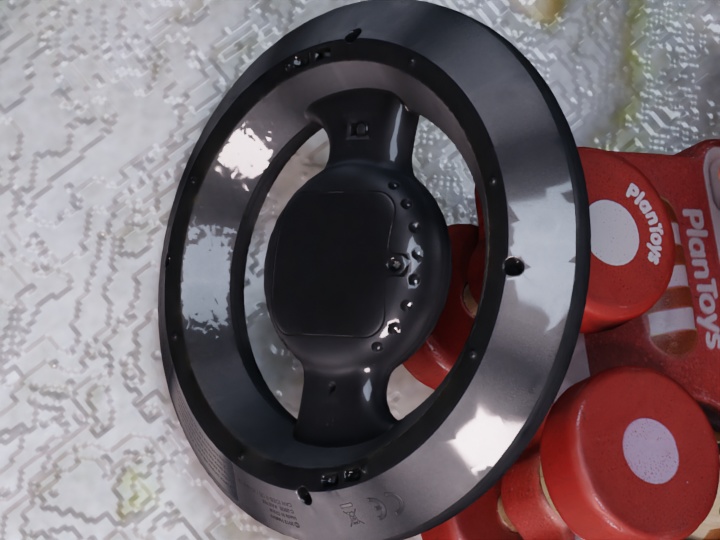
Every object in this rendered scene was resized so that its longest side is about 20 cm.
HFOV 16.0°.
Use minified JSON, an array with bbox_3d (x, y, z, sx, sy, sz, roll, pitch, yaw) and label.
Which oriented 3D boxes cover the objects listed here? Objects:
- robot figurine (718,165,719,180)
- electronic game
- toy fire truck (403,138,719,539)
[{"bbox_3d":[0.218,-0.060,0.989,0.143,0.117,0.200,14,26,32],"label":"robot figurine"},{"bbox_3d":[0.000,0.000,0.931,0.042,0.200,0.201,13,65,-49],"label":"electronic game"},{"bbox_3d":[0.112,0.044,0.973,0.167,0.112,0.201,0,71,-31],"label":"toy fire truck"}]
